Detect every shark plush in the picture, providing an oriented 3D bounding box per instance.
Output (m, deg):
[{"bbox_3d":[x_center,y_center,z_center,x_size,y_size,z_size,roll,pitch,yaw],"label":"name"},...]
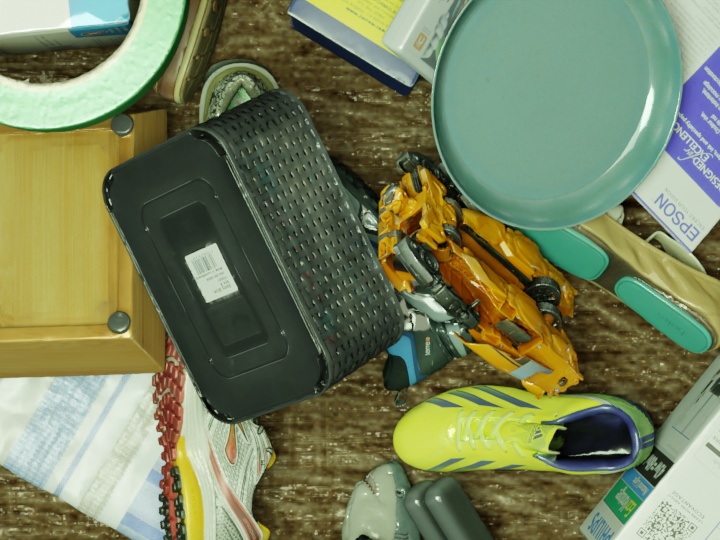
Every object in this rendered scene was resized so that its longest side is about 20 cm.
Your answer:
[{"bbox_3d":[0.048,0.247,1.543,0.083,0.091,0.201,-33,85,-31],"label":"shark plush"}]

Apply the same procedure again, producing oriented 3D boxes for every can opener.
[{"bbox_3d":[0.105,0.238,1.546,0.066,0.053,0.201,-45,105,-37],"label":"can opener"}]

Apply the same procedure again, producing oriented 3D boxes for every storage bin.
[{"bbox_3d":[-0.076,-0.009,1.433,0.135,0.094,0.201,-21,97,43],"label":"storage bin"}]

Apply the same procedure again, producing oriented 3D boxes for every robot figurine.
[{"bbox_3d":[0.082,0.004,1.481,0.200,0.146,0.058,37,124,-27],"label":"robot figurine"}]

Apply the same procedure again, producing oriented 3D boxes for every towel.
[{"bbox_3d":[-0.202,0.107,1.554,0.199,0.024,0.147,31,92,-2],"label":"towel"}]

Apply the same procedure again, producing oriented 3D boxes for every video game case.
[{"bbox_3d":[0.111,-0.204,1.476,0.023,0.200,0.183,31,91,32],"label":"video game case"}]

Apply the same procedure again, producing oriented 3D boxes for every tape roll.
[{"bbox_3d":[-0.215,-0.196,1.388,0.199,0.048,0.202,0,92,-2],"label":"tape roll"}]

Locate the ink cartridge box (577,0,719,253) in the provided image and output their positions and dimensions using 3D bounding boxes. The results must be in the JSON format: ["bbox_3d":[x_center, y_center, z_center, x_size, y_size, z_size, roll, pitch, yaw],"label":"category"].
[{"bbox_3d":[0.243,-0.152,1.524,0.198,0.043,0.200,44,88,-16],"label":"ink cartridge box"}]

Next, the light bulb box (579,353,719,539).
[{"bbox_3d":[0.302,0.187,1.514,0.198,0.125,0.200,40,92,-2],"label":"light bulb box"}]

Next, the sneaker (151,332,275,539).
[{"bbox_3d":[-0.108,0.118,1.519,0.082,0.078,0.202,-4,95,-22],"label":"sneaker"}]

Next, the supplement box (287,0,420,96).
[{"bbox_3d":[0.041,-0.244,1.506,0.109,0.109,0.201,31,90,-1],"label":"supplement box"}]

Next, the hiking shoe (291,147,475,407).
[{"bbox_3d":[0.000,0.000,1.530,0.087,0.074,0.200,-37,88,6],"label":"hiking shoe"}]

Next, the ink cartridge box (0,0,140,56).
[{"bbox_3d":[-0.266,-0.233,1.482,0.198,0.147,0.146,-6,92,-2],"label":"ink cartridge box"}]

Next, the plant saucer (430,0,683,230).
[{"bbox_3d":[0.137,-0.129,1.456,0.199,0.027,0.202,-6,107,-20],"label":"plant saucer"}]

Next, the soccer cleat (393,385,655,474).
[{"bbox_3d":[0.120,0.121,1.524,0.198,0.084,0.065,-1,94,10],"label":"soccer cleat"}]

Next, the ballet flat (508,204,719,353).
[{"bbox_3d":[0.198,-0.013,1.548,0.199,0.069,0.063,35,63,-4],"label":"ballet flat"}]

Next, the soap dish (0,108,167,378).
[{"bbox_3d":[-0.222,-0.024,1.501,0.156,0.081,0.202,-2,79,4],"label":"soap dish"}]

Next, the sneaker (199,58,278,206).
[{"bbox_3d":[-0.091,-0.059,1.519,0.076,0.089,0.202,-6,92,-1],"label":"sneaker"}]

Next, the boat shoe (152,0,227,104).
[{"bbox_3d":[-0.133,-0.225,1.527,0.067,0.072,0.202,10,85,4],"label":"boat shoe"}]
